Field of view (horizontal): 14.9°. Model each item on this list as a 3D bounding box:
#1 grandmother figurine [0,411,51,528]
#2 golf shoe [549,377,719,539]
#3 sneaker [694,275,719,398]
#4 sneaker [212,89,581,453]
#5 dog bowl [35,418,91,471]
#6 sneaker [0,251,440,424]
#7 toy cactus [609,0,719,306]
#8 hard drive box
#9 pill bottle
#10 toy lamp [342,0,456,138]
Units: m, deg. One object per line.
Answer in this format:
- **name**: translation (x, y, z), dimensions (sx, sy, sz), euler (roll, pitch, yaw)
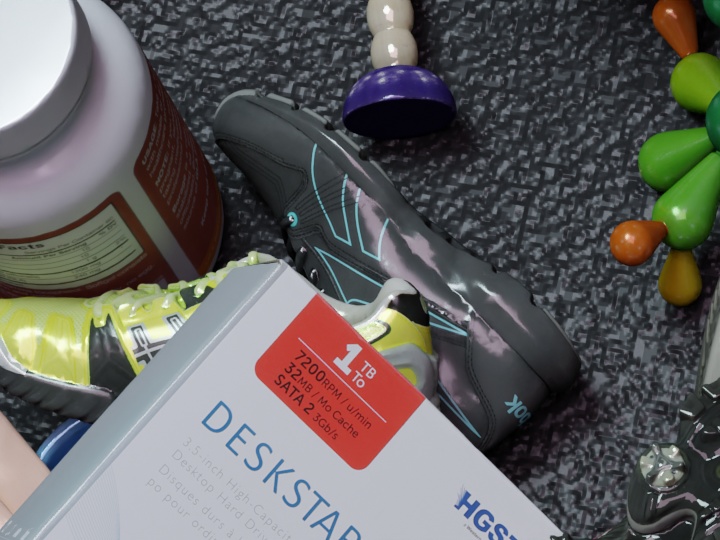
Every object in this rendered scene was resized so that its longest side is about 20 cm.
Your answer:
- **grandmother figurine**: translation (-0.134, 0.122, 1.124), dimensions (0.200, 0.061, 0.121), euler (42, 91, 23)
- **golf shoe**: translation (0.093, 0.130, 1.013), dimensions (0.200, 0.088, 0.077), euler (-35, 54, -12)
- **sneaker**: translation (0.185, 0.082, 1.107), dimensions (0.106, 0.075, 0.201), euler (6, 101, 6)
- **sneaker**: translation (0.000, 0.000, 1.181), dimensions (0.200, 0.075, 0.079), euler (42, 86, 20)
- **dog bowl**: translation (-0.057, 0.119, 1.167), dimensions (0.199, 0.050, 0.112), euler (18, 77, 16)
- **sneaker**: translation (-0.063, 0.027, 1.136), dimensions (0.199, 0.075, 0.077), euler (8, 104, 5)
- **toy cactus**: translation (0.169, -0.073, 1.140), dimensions (0.165, 0.102, 0.201), euler (-24, 75, 43)
- **hard drive box**: translation (-0.050, 0.121, 1.040), dimensions (0.156, 0.077, 0.200), euler (43, 77, -10)
- **pill bottle**: translation (-0.131, -0.052, 1.152), dimensions (0.112, 0.200, 0.113), euler (-4, 67, 10)
- **toy lamp**: translation (0.007, -0.161, 1.242), dimensions (0.058, 0.058, 0.201), euler (-6, 72, 9)
